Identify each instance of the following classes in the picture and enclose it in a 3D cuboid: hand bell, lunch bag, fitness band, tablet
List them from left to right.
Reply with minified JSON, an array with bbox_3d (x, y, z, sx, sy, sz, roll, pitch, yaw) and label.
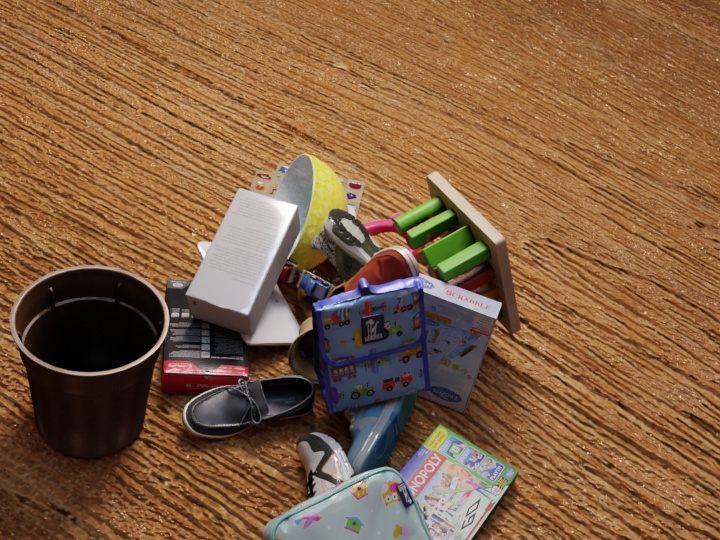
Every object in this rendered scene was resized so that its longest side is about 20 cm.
[{"bbox_3d":[-0.168,0.035,1.703,0.130,0.014,0.200,4,47,-47],"label":"tablet"},{"bbox_3d":[-0.074,0.075,1.692,0.104,0.104,0.200,1,30,-13],"label":"hand bell"},{"bbox_3d":[-0.006,0.344,1.352,0.200,0.077,0.161,-22,81,-17],"label":"lunch bag"},{"bbox_3d":[0.012,0.085,1.497,0.150,0.200,0.094,-13,43,-9],"label":"lunch bag"},{"bbox_3d":[0.028,-0.033,1.807,0.143,0.037,0.200,-29,28,-6],"label":"fitness band"}]

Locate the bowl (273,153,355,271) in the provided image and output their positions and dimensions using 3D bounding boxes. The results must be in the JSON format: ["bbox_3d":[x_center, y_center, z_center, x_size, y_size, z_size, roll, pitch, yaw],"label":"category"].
[{"bbox_3d":[-0.072,-0.081,1.804,0.107,0.200,0.200,17,37,-23],"label":"bowl"}]

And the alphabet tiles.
[{"bbox_3d":[-0.101,-0.131,1.976,0.199,0.008,0.167,12,41,0],"label":"alphabet tiles"}]

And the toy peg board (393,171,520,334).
[{"bbox_3d":[0.140,-0.009,1.672,0.098,0.199,0.200,-28,44,-11],"label":"toy peg board"}]

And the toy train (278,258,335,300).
[{"bbox_3d":[-0.123,-0.004,1.700,0.200,0.034,0.046,27,15,11],"label":"toy train"}]

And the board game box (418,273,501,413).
[{"bbox_3d":[0.088,0.097,1.617,0.200,0.200,0.041,21,40,9],"label":"board game box"}]

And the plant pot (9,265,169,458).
[{"bbox_3d":[-0.361,0.132,1.467,0.200,0.199,0.201,7,42,-6],"label":"plant pot"}]

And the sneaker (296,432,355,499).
[{"bbox_3d":[-0.042,0.298,1.454,0.080,0.074,0.200,-15,47,-26],"label":"sneaker"}]

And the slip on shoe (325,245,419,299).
[{"bbox_3d":[0.010,0.029,1.530,0.074,0.200,0.061,55,44,-2],"label":"slip on shoe"}]

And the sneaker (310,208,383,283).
[{"bbox_3d":[0.000,0.000,1.696,0.200,0.089,0.077,50,35,0],"label":"sneaker"}]

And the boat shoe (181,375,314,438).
[{"bbox_3d":[-0.154,0.187,1.550,0.199,0.062,0.075,-8,66,-23],"label":"boat shoe"}]

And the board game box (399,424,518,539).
[{"bbox_3d":[0.115,0.312,1.511,0.134,0.029,0.200,29,44,18],"label":"board game box"}]

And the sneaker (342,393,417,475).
[{"bbox_3d":[-0.007,0.208,1.570,0.130,0.080,0.200,15,45,20],"label":"sneaker"}]

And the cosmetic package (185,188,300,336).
[{"bbox_3d":[-0.172,-0.014,1.639,0.101,0.071,0.200,18,62,11],"label":"cosmetic package"}]

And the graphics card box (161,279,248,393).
[{"bbox_3d":[-0.234,0.098,1.648,0.125,0.051,0.200,3,42,-12],"label":"graphics card box"}]
